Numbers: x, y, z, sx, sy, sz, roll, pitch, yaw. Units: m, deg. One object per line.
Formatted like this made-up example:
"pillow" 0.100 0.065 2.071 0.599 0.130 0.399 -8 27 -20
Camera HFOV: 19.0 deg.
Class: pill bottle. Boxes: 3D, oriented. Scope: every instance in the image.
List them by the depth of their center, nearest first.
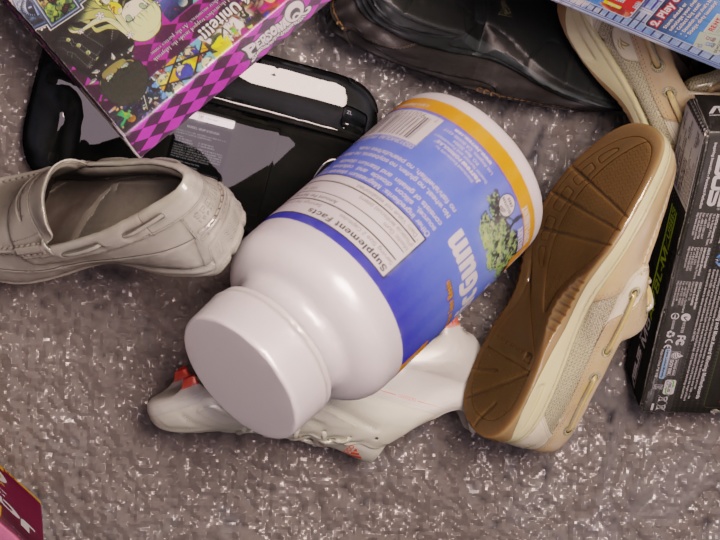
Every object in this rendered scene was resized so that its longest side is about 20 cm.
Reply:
"pill bottle" 0.000 0.000 1.179 0.200 0.112 0.112 -43 99 -30

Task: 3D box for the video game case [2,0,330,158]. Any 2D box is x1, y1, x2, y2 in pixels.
"video game case" -0.102 -0.189 1.188 0.200 0.036 0.181 -41 67 -6

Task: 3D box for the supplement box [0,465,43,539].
"supplement box" -0.247 0.131 1.139 0.131 0.200 0.103 45 86 -10

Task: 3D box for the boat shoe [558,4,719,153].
"boat shoe" 0.195 -0.102 1.237 0.200 0.065 0.072 50 50 -23

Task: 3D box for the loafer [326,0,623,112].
"loafer" 0.074 -0.136 1.249 0.199 0.072 0.073 21 63 -26

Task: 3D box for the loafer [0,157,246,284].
"loafer" -0.157 -0.034 1.168 0.199 0.070 0.070 -2 56 28

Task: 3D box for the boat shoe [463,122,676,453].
"boat shoe" 0.131 0.012 1.230 0.065 0.072 0.201 20 100 -36

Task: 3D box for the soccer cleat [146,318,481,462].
"soccer cleat" -0.022 0.078 1.242 0.199 0.069 0.078 -11 97 -12

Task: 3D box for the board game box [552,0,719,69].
"board game box" 0.151 -0.198 1.144 0.199 0.062 0.201 8 52 -27

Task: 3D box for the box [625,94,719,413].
"box" 0.267 -0.004 1.247 0.192 0.048 0.201 0 126 -10

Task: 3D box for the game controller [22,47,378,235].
"game controller" -0.092 -0.080 1.241 0.199 0.042 0.105 14 105 -9
